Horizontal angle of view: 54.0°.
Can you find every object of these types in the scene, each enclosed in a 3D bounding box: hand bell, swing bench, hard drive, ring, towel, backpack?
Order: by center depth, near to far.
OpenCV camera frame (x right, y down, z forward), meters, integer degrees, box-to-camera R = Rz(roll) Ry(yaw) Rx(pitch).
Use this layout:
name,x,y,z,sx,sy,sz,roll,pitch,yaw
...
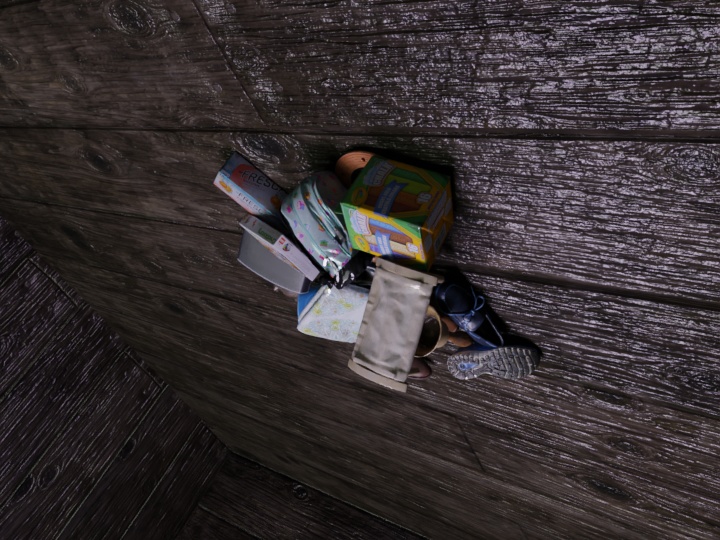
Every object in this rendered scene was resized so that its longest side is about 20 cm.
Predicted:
name,x,y,z,sx,sy,sz,roll,pitch,yaw
swing bench,0.063,0.089,1.279,0.127,0.203,0.200,17,-177,11
ring,0.040,-0.149,1.321,0.198,0.019,0.202,27,152,15
backpack,-0.056,-0.083,1.339,0.126,0.167,0.201,-36,97,22
hand bell,0.179,0.136,1.458,0.103,0.106,0.198,6,173,41
towel,-0.036,0.098,1.615,0.168,0.049,0.200,14,142,-23
hard drive,-0.203,-0.032,1.691,0.198,0.042,0.136,28,126,9

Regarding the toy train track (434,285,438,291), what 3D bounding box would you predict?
name,x,y,z,sx,sy,sz,roll,pitch,yaw
toy train track,0.121,-0.006,1.438,0.199,0.033,0.114,38,171,-24

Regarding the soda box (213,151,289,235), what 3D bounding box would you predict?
name,x,y,z,sx,sy,sz,roll,pitch,yaw
soda box,-0.219,-0.162,1.533,0.199,0.064,0.068,38,153,-9

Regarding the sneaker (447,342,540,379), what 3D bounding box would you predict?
name,x,y,z,sx,sy,sz,roll,pitch,yaw
sneaker,0.289,0.180,1.520,0.196,0.089,0.080,-3,115,26

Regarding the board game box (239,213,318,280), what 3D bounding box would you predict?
name,x,y,z,sx,sy,sz,roll,pitch,yaw
board game box,-0.176,-0.054,1.521,0.126,0.035,0.199,44,172,-33

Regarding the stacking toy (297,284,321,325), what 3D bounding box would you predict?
name,x,y,z,sx,sy,sz,roll,pitch,yaw
stacking toy,-0.076,0.125,1.806,0.108,0.118,0.200,-11,153,16

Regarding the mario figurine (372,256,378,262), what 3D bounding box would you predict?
name,x,y,z,sx,sy,sz,roll,pitch,yaw
mario figurine,-0.045,-0.083,1.484,0.196,0.106,0.126,11,110,19

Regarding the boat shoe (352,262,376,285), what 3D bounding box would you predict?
name,x,y,z,sx,sy,sz,roll,pitch,yaw
boat shoe,0.000,0.000,1.553,0.076,0.061,0.199,45,151,-21

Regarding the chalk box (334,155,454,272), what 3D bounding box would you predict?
name,x,y,z,sx,sy,sz,roll,pitch,yaw
chalk box,0.048,-0.106,1.226,0.197,0.126,0.125,19,149,23

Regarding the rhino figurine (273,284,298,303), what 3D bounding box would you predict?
name,x,y,z,sx,sy,sz,roll,pitch,yaw
rhino figurine,-0.180,0.036,1.805,0.087,0.060,0.201,3,138,47

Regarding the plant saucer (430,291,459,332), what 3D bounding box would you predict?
name,x,y,z,sx,sy,sz,roll,pitch,yaw
plant saucer,0.133,0.107,1.504,0.196,0.035,0.201,-2,148,-1

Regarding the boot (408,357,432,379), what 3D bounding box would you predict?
name,x,y,z,sx,sy,sz,roll,pitch,yaw
boot,0.101,0.172,1.724,0.184,0.065,0.202,25,147,14

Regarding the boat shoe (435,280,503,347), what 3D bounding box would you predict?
name,x,y,z,sx,sy,sz,roll,pitch,yaw
boat shoe,0.231,0.086,1.429,0.199,0.085,0.068,36,175,-34
